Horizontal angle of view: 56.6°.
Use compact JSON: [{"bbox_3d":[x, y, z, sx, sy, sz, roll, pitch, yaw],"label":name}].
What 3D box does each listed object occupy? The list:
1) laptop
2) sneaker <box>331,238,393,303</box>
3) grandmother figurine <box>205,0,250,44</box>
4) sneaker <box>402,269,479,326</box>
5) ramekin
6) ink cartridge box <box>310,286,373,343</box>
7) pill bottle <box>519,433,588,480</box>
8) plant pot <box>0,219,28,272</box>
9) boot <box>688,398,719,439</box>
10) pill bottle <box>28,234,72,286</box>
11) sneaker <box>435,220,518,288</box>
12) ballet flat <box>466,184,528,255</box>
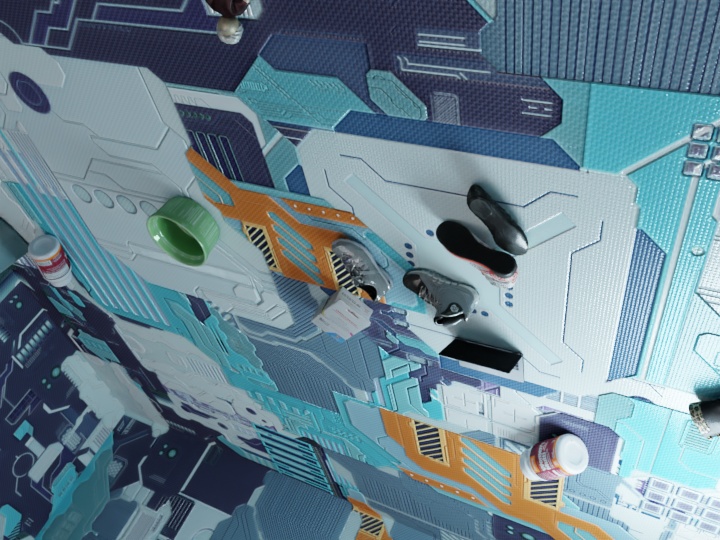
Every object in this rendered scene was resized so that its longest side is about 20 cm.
[{"bbox_3d":[0.317,0.253,1.737,0.185,0.116,0.201,13,142,26],"label":"laptop"},{"bbox_3d":[0.000,0.000,1.686,0.200,0.082,0.074,42,145,-16],"label":"sneaker"},{"bbox_3d":[-0.255,-0.517,1.243,0.120,0.061,0.201,27,145,21],"label":"grandmother figurine"},{"bbox_3d":[0.178,0.072,1.611,0.198,0.116,0.075,15,144,21],"label":"sneaker"},{"bbox_3d":[-0.500,-0.115,1.913,0.198,0.098,0.201,20,145,15],"label":"ramekin"},{"bbox_3d":[-0.045,0.122,1.891,0.115,0.068,0.200,38,146,-10],"label":"ink cartridge box"},{"bbox_3d":[0.553,0.546,1.936,0.109,0.110,0.200,35,146,-6],"label":"pill bottle"},{"bbox_3d":[-1.453,-0.109,2.589,0.194,0.197,0.202,5,131,34],"label":"plant pot"},{"bbox_3d":[0.845,0.347,1.485,0.200,0.073,0.150,44,143,-12],"label":"boot"},{"bbox_3d":[-1.161,-0.031,2.521,0.112,0.114,0.201,21,145,14],"label":"pill bottle"},{"bbox_3d":[0.255,-0.029,1.464,0.200,0.068,0.108,32,171,26],"label":"sneaker"},{"bbox_3d":[0.288,-0.102,1.376,0.066,0.057,0.200,-23,127,34],"label":"ballet flat"}]
